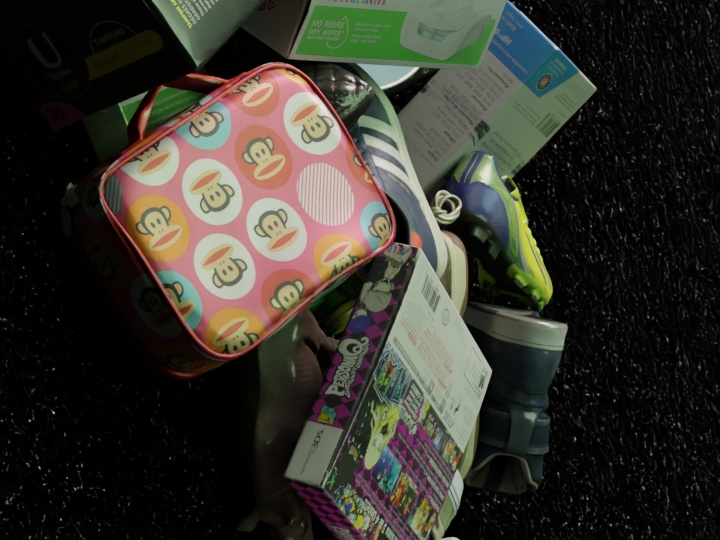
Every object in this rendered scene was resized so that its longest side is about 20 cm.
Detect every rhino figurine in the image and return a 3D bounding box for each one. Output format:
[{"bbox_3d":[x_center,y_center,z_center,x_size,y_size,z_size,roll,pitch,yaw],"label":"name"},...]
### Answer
[{"bbox_3d":[-0.052,0.112,1.575,0.087,0.060,0.201,38,49,-63],"label":"rhino figurine"}]

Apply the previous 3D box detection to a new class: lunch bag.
[{"bbox_3d":[-0.089,-0.044,1.501,0.200,0.082,0.176,-34,94,-36],"label":"lunch bag"}]

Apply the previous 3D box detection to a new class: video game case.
[{"bbox_3d":[0.024,0.103,1.602,0.182,0.036,0.200,-68,154,-19],"label":"video game case"}]

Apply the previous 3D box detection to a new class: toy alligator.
[{"bbox_3d":[0.000,0.000,1.731,0.200,0.054,0.059,-34,83,-39],"label":"toy alligator"}]

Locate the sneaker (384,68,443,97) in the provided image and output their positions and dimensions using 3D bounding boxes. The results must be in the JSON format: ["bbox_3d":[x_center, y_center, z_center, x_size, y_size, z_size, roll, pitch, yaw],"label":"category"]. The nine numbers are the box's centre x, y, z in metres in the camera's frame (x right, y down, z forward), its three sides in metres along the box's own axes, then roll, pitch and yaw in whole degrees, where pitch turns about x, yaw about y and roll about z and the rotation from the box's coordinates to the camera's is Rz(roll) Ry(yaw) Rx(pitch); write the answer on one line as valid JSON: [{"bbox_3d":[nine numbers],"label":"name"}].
[{"bbox_3d":[-0.006,-0.165,1.828,0.075,0.106,0.200,69,23,-2],"label":"sneaker"}]

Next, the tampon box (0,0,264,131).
[{"bbox_3d":[-0.132,-0.206,1.462,0.126,0.150,0.200,55,47,-17],"label":"tampon box"}]

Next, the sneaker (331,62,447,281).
[{"bbox_3d":[-0.008,-0.073,1.667,0.200,0.075,0.084,60,26,9],"label":"sneaker"}]

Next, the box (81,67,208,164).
[{"bbox_3d":[-0.167,-0.169,1.581,0.200,0.036,0.144,67,24,-5],"label":"box"}]

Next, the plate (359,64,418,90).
[{"bbox_3d":[-0.039,-0.209,1.792,0.200,0.026,0.201,13,50,-16],"label":"plate"}]

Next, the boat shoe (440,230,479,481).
[{"bbox_3d":[0.040,0.070,1.792,0.075,0.075,0.203,0,84,-44],"label":"boat shoe"}]

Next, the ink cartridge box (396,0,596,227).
[{"bbox_3d":[0.088,-0.112,1.888,0.067,0.200,0.116,47,6,24],"label":"ink cartridge box"}]

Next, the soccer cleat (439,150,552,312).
[{"bbox_3d":[0.120,-0.029,1.891,0.200,0.065,0.084,49,56,-58],"label":"soccer cleat"}]

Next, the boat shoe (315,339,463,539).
[{"bbox_3d":[0.020,0.132,1.707,0.200,0.072,0.062,53,35,-35],"label":"boat shoe"}]

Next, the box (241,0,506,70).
[{"bbox_3d":[-0.019,-0.225,1.660,0.200,0.097,0.176,-2,31,-47],"label":"box"}]

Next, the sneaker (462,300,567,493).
[{"bbox_3d":[0.108,0.101,1.875,0.202,0.077,0.147,-145,-117,-81],"label":"sneaker"}]

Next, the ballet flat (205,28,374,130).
[{"bbox_3d":[-0.062,-0.139,1.646,0.200,0.057,0.067,37,-33,46],"label":"ballet flat"}]

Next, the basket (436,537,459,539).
[{"bbox_3d":[0.028,0.297,1.522,0.123,0.135,0.200,-28,97,-62],"label":"basket"}]
